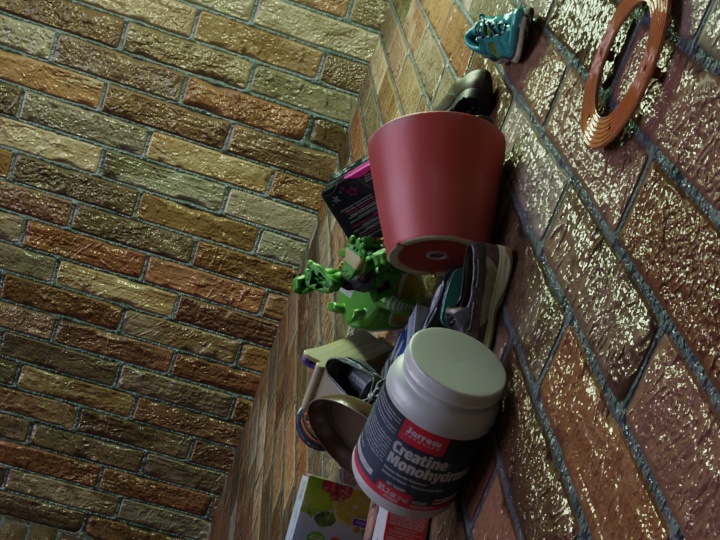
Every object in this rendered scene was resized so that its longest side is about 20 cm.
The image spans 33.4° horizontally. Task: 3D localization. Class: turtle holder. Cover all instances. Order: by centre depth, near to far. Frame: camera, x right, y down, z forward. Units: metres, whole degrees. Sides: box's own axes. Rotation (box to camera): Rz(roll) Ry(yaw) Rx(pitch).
[{"bbox_3d":[0.045,0.030,1.941,0.185,0.131,0.142,-26,55,55],"label":"turtle holder"}]

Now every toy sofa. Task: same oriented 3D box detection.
[{"bbox_3d":[-0.018,0.167,1.916,0.200,0.097,0.083,-18,-47,-57],"label":"toy sofa"}]

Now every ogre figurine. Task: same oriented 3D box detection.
[{"bbox_3d":[0.000,0.000,1.808,0.200,0.120,0.099,-41,65,34],"label":"ogre figurine"}]

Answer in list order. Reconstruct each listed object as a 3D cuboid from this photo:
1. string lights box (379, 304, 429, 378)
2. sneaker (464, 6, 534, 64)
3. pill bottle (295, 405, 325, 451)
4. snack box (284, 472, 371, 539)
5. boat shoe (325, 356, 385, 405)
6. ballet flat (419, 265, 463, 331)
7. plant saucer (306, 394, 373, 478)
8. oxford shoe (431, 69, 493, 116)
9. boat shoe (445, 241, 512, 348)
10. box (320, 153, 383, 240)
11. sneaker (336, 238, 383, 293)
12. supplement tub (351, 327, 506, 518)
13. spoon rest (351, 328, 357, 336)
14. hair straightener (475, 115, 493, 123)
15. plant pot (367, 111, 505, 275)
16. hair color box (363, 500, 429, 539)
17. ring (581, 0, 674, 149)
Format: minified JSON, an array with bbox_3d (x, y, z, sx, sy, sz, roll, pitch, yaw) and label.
[{"bbox_3d":[0.073,0.157,1.790,0.103,0.059,0.201,-82,13,-46],"label":"string lights box"},{"bbox_3d":[0.210,-0.357,1.825,0.200,0.079,0.078,171,116,-79],"label":"sneaker"},{"bbox_3d":[-0.048,0.254,2.188,0.200,0.106,0.107,124,161,-61],"label":"pill bottle"},{"bbox_3d":[-0.041,0.413,1.753,0.053,0.141,0.201,153,134,-76],"label":"snack box"},{"bbox_3d":[0.025,0.181,1.700,0.199,0.068,0.074,42,101,37],"label":"boat shoe"},{"bbox_3d":[0.110,0.089,1.664,0.073,0.073,0.201,139,152,-73],"label":"ballet flat"},{"bbox_3d":[0.012,0.242,1.674,0.034,0.200,0.200,-45,-5,-29],"label":"plant saucer"},{"bbox_3d":[0.166,-0.273,1.984,0.200,0.072,0.085,-29,41,60],"label":"oxford shoe"},{"bbox_3d":[0.140,0.059,1.545,0.072,0.064,0.201,-156,82,-79],"label":"boat shoe"},{"bbox_3d":[0.055,-0.138,1.921,0.199,0.115,0.132,-29,12,14],"label":"box"},{"bbox_3d":[0.021,-0.002,2.170,0.200,0.075,0.090,-35,-18,-32],"label":"sneaker"},{"bbox_3d":[0.081,0.184,1.441,0.141,0.139,0.201,-88,17,-57],"label":"supplement tub"},{"bbox_3d":[0.031,0.075,2.158,0.099,0.060,0.201,-62,-7,-61],"label":"spoon rest"},{"bbox_3d":[0.167,-0.140,1.812,0.077,0.041,0.201,146,140,-76],"label":"hair straightener"},{"bbox_3d":[0.108,-0.099,1.688,0.201,0.199,0.178,126,147,-64],"label":"plant pot"},{"bbox_3d":[0.039,0.385,1.584,0.111,0.064,0.201,123,163,-61],"label":"hair color box"},{"bbox_3d":[0.291,-0.227,1.305,0.200,0.019,0.202,-162,90,-81],"label":"ring"}]
